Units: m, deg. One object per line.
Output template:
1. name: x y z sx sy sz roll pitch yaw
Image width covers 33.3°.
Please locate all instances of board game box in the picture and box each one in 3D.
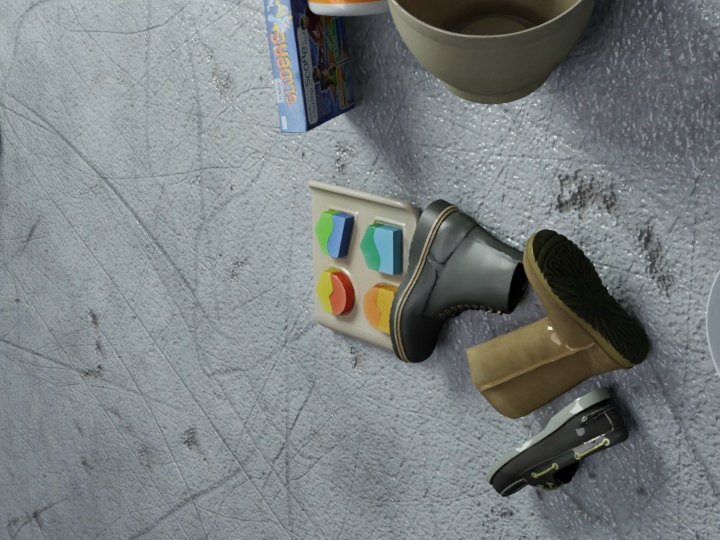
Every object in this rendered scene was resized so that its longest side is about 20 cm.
1. board game box: -0.058 -0.265 1.327 0.034 0.135 0.202 1 108 24

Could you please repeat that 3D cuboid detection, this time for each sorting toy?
1. sorting toy: 0.000 0.000 1.454 0.184 0.036 0.202 16 118 44

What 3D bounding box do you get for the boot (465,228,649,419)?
1. boot: 0.173 0.064 1.236 0.176 0.066 0.200 51 141 -7

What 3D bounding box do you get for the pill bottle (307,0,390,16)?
1. pill bottle: -0.009 -0.372 1.244 0.109 0.109 0.202 17 119 44

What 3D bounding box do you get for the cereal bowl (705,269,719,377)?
1. cereal bowl: 0.392 0.048 0.989 0.199 0.083 0.202 24 123 42

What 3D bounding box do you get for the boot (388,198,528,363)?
1. boot: 0.111 0.041 1.321 0.138 0.077 0.202 31 129 31

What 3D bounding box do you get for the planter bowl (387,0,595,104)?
1. planter bowl: 0.121 -0.242 1.111 0.200 0.200 0.135 42 161 28

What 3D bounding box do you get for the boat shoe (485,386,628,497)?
1. boat shoe: 0.206 0.199 1.278 0.061 0.071 0.201 58 137 18
